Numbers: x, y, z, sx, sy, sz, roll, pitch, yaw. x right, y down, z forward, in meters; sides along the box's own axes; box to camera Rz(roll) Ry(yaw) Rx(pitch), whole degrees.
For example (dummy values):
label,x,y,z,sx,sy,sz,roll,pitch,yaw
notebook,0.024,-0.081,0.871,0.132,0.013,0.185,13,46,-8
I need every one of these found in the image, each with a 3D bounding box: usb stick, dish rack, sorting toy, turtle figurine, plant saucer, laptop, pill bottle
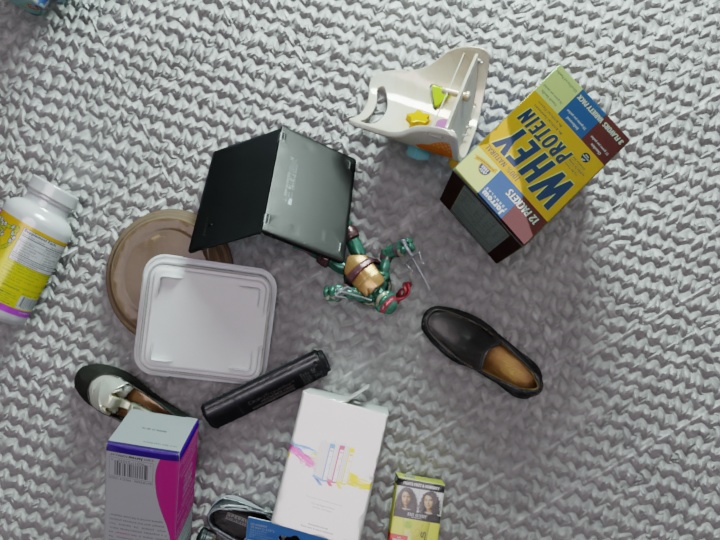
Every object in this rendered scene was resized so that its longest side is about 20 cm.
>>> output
label,x,y,z,sx,sy,sz,roll,pitch,yaw
usb stick,-0.138,0.172,1.123,0.196,0.056,0.033,-25,50,-2
dish rack,-0.223,0.074,1.112,0.194,0.044,0.177,8,91,-10
sorting toy,0.080,-0.236,1.129,0.175,0.108,0.203,13,51,16
turtle figurine,0.000,0.000,1.112,0.149,0.101,0.200,-37,68,-20
plant saucer,-0.287,0.008,1.151,0.194,0.029,0.206,0,84,0
laptop,-0.123,-0.097,1.120,0.196,0.116,0.191,20,55,-20
pill bottle,-0.489,-0.032,1.119,0.102,0.104,0.204,27,85,3

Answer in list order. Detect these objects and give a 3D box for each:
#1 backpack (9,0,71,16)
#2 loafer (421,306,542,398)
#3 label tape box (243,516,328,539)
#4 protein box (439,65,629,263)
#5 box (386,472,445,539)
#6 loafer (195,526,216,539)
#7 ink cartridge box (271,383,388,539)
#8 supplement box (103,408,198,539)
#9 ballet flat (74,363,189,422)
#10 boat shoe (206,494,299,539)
label,x,y,z,sx,sy,sz,roll,pitch,yaw
backpack,-0.482,-0.465,1.111,0.176,0.200,0.152,36,91,-23
loafer,0.177,0.113,1.105,0.197,0.072,0.074,29,87,4
label tape box,-0.106,0.450,1.051,0.139,0.066,0.205,12,113,2
protein box,0.229,-0.137,1.070,0.198,0.200,0.135,-43,86,-3
box,0.070,0.398,1.098,0.073,0.050,0.206,10,85,1
loafer,-0.223,0.465,1.090,0.070,0.073,0.206,12,96,-4
ink cartridge box,-0.036,0.254,1.075,0.122,0.129,0.206,13,84,2
supplement box,-0.286,0.308,1.054,0.098,0.104,0.206,8,106,1
ballet flat,-0.332,0.191,1.114,0.196,0.068,0.069,25,86,3
boat shoe,-0.124,0.374,1.094,0.195,0.068,0.073,22,85,3
